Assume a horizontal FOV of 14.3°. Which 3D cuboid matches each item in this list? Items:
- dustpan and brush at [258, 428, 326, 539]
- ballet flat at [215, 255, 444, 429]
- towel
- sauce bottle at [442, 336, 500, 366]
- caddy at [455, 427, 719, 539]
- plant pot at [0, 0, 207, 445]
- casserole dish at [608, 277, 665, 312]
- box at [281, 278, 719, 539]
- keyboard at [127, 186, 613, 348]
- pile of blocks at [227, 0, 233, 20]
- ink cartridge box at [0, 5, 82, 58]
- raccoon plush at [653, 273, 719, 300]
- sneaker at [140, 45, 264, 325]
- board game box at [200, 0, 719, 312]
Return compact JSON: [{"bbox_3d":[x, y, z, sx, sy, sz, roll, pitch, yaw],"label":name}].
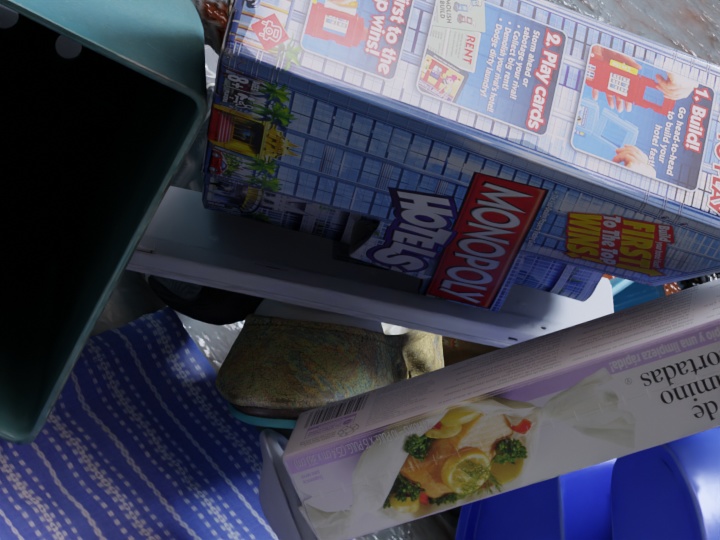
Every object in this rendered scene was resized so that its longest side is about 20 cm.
[{"bbox_3d":[-0.010,0.144,0.988,0.139,0.057,0.200,21,32,-45],"label":"dustpan and brush"},{"bbox_3d":[-0.009,0.024,1.118,0.071,0.071,0.200,47,11,10],"label":"ballet flat"},{"bbox_3d":[-0.080,0.083,1.033,0.145,0.024,0.200,50,27,12],"label":"towel"},{"bbox_3d":[0.067,0.005,1.300,0.066,0.066,0.200,39,28,-6],"label":"sauce bottle"},{"bbox_3d":[0.112,0.139,1.034,0.105,0.141,0.200,5,88,-41],"label":"caddy"},{"bbox_3d":[-0.139,-0.064,1.029,0.141,0.141,0.200,26,20,-8],"label":"plant pot"},{"bbox_3d":[0.101,0.064,1.214,0.200,0.039,0.121,-22,109,-72],"label":"casserole dish"},{"bbox_3d":[0.071,0.044,0.980,0.041,0.200,0.039,-70,138,-65],"label":"box"},{"bbox_3d":[0.000,0.000,1.079,0.200,0.011,0.056,12,29,-8],"label":"keyboard"},{"bbox_3d":[0.026,-0.106,1.334,0.200,0.082,0.062,22,12,-9],"label":"pile of blocks"},{"bbox_3d":[-0.171,-0.166,1.226,0.162,0.057,0.200,21,37,-18],"label":"ink cartridge box"},{"bbox_3d":[0.131,0.018,1.186,0.134,0.097,0.200,51,5,-40],"label":"raccoon plush"},{"bbox_3d":[-0.039,-0.033,1.195,0.115,0.075,0.200,29,23,-33],"label":"sneaker"},{"bbox_3d":[0.047,-0.036,1.000,0.200,0.200,0.062,14,69,-1],"label":"board game box"}]
